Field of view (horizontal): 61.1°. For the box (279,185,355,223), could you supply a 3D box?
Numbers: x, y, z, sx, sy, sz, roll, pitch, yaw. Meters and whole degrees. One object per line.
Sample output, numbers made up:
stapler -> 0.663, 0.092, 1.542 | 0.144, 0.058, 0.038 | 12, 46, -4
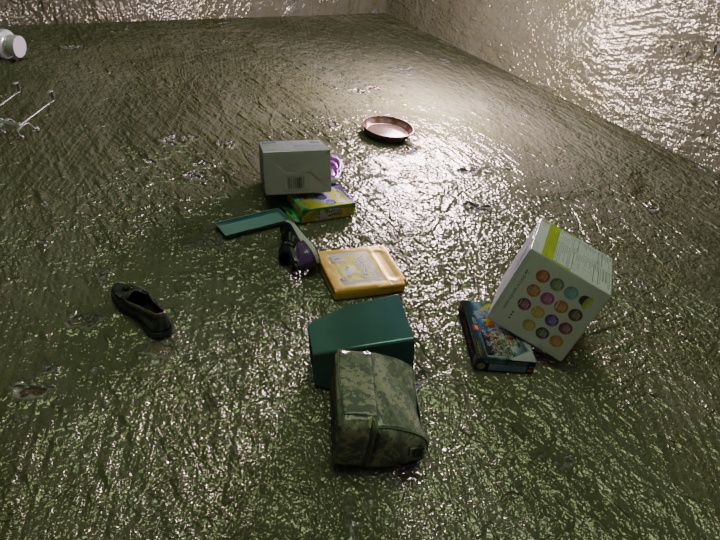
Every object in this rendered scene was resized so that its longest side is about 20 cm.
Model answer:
box -> -0.127, -0.194, 1.779 | 0.198, 0.049, 0.117 | -13, 40, -26

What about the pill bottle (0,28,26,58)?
pill bottle -> -1.438, -0.902, 2.413 | 0.197, 0.113, 0.113 | 11, 35, 4

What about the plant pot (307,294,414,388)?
plant pot -> -0.004, 0.157, 1.246 | 0.197, 0.143, 0.142 | -6, 37, -8

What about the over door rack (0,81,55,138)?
over door rack -> -1.097, -0.510, 1.970 | 0.146, 0.067, 0.202 | 14, 56, 7

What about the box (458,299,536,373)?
box -> 0.310, 0.149, 1.406 | 0.134, 0.038, 0.201 | 5, 36, -6

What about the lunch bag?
lunch bag -> 0.032, 0.253, 1.112 | 0.165, 0.141, 0.201 | 3, 36, -7

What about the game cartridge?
game cartridge -> 0.000, 0.000, 1.551 | 0.197, 0.033, 0.177 | -8, 39, -20

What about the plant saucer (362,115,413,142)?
plant saucer -> 0.102, -0.532, 2.309 | 0.197, 0.035, 0.201 | 6, 35, -4

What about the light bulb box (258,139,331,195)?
light bulb box -> -0.196, -0.308, 1.803 | 0.195, 0.127, 0.200 | -4, 20, -11

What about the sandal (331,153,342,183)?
sandal -> -0.094, -0.347, 1.994 | 0.081, 0.050, 0.204 | 2, 36, -9

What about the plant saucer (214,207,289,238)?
plant saucer -> -0.296, -0.130, 1.678 | 0.198, 0.019, 0.070 | -19, 44, -32

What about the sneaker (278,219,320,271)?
sneaker -> -0.183, -0.064, 1.566 | 0.087, 0.076, 0.200 | -29, 36, -14

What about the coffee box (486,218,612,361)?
coffee box -> 0.437, 0.040, 1.399 | 0.196, 0.201, 0.200 | 31, 32, 7

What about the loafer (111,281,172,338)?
loafer -> -0.474, 0.068, 1.323 | 0.199, 0.064, 0.071 | 33, 41, 29
